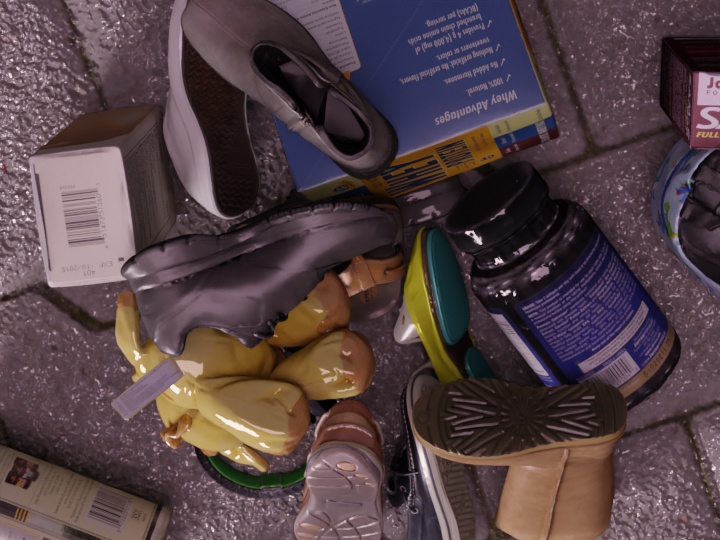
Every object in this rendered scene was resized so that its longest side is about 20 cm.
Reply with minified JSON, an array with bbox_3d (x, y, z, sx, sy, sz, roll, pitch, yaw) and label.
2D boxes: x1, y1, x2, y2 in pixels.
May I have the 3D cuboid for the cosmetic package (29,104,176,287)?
[{"bbox_3d":[-0.197,-0.061,1.610,0.071,0.200,0.106,-6,101,5],"label":"cosmetic package"}]

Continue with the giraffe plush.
[{"bbox_3d":[-0.101,0.084,1.594,0.199,0.162,0.173,-22,72,-14],"label":"giraffe plush"}]

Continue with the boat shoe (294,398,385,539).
[{"bbox_3d":[-0.011,0.170,1.686,0.075,0.200,0.072,10,59,-3],"label":"boat shoe"}]

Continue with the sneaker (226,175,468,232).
[{"bbox_3d":[-0.017,-0.064,1.676,0.199,0.076,0.091,-18,95,-4],"label":"sneaker"}]

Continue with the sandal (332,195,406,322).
[{"bbox_3d":[0.000,0.000,1.627,0.081,0.200,0.055,-15,62,-4],"label":"sandal"}]

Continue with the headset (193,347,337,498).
[{"bbox_3d":[-0.081,0.091,1.719,0.123,0.094,0.201,-4,118,-1],"label":"headset"}]

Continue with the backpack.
[{"bbox_3d":[0.326,-0.035,1.639,0.199,0.154,0.164,19,106,-25],"label":"backpack"}]

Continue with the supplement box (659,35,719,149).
[{"bbox_3d":[0.291,-0.137,1.575,0.108,0.200,0.061,1,103,2],"label":"supplement box"}]

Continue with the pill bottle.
[{"bbox_3d":[0.158,0.016,1.646,0.112,0.112,0.200,-35,110,9],"label":"pill bottle"}]

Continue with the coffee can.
[{"bbox_3d":[-0.272,0.229,1.705,0.199,0.146,0.147,22,103,-3],"label":"coffee can"}]

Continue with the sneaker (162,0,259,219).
[{"bbox_3d":[-0.133,-0.142,1.638,0.073,0.085,0.201,-20,121,-33],"label":"sneaker"}]

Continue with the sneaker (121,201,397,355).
[{"bbox_3d":[-0.067,0.005,1.497,0.199,0.076,0.091,-16,90,0],"label":"sneaker"}]

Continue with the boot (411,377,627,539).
[{"bbox_3d":[0.125,0.162,1.656,0.174,0.200,0.066,2,59,0],"label":"boot"}]

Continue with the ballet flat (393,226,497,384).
[{"bbox_3d":[0.066,0.063,1.703,0.067,0.067,0.201,-16,105,27],"label":"ballet flat"}]

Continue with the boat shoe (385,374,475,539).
[{"bbox_3d":[0.051,0.168,1.696,0.062,0.075,0.201,3,131,17],"label":"boat shoe"}]

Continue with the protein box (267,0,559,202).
[{"bbox_3d":[0.024,-0.172,1.580,0.198,0.135,0.201,-20,81,6],"label":"protein box"}]

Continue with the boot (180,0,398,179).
[{"bbox_3d":[-0.055,-0.145,1.454,0.200,0.131,0.068,40,91,12],"label":"boot"}]
